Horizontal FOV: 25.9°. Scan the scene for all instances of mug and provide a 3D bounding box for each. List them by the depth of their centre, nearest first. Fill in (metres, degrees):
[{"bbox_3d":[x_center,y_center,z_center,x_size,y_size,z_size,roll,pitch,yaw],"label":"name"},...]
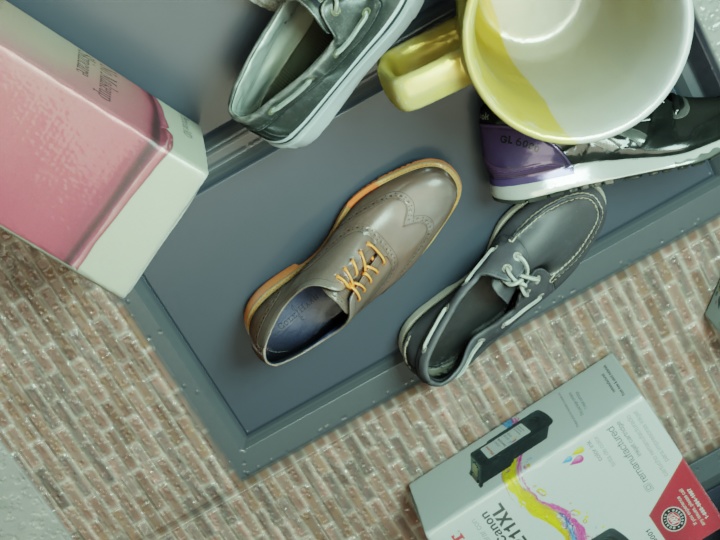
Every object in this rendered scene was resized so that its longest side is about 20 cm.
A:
[{"bbox_3d":[0.111,-0.180,1.053,0.186,0.153,0.150,5,111,-9],"label":"mug"}]

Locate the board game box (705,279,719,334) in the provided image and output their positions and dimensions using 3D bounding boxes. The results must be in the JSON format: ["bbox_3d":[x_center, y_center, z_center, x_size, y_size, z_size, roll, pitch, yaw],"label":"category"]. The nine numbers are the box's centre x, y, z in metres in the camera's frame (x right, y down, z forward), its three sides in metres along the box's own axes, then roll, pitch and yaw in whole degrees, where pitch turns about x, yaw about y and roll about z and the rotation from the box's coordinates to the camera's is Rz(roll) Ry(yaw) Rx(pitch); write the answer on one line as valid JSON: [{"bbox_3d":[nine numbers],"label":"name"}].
[{"bbox_3d":[0.373,-0.026,1.199,0.147,0.064,0.201,14,109,-13],"label":"board game box"}]

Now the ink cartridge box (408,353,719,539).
[{"bbox_3d":[0.161,0.187,1.239,0.200,0.083,0.146,-34,112,5],"label":"ink cartridge box"}]

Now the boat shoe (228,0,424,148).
[{"bbox_3d":[-0.018,-0.170,1.046,0.071,0.072,0.200,11,113,-57],"label":"boat shoe"}]

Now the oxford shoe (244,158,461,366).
[{"bbox_3d":[0.000,0.000,1.149,0.200,0.073,0.071,-44,110,9],"label":"oxford shoe"}]

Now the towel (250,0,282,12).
[{"bbox_3d":[-0.065,-0.259,1.069,0.200,0.024,0.147,22,104,-17],"label":"towel"}]

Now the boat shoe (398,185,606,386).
[{"bbox_3d":[0.113,0.014,1.176,0.200,0.063,0.073,-43,110,9],"label":"boat shoe"}]

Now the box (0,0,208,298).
[{"bbox_3d":[-0.215,-0.092,1.055,0.200,0.128,0.109,32,103,-19],"label":"box"}]

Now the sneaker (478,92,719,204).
[{"bbox_3d":[0.185,-0.113,1.135,0.199,0.076,0.088,-14,106,-3],"label":"sneaker"}]
